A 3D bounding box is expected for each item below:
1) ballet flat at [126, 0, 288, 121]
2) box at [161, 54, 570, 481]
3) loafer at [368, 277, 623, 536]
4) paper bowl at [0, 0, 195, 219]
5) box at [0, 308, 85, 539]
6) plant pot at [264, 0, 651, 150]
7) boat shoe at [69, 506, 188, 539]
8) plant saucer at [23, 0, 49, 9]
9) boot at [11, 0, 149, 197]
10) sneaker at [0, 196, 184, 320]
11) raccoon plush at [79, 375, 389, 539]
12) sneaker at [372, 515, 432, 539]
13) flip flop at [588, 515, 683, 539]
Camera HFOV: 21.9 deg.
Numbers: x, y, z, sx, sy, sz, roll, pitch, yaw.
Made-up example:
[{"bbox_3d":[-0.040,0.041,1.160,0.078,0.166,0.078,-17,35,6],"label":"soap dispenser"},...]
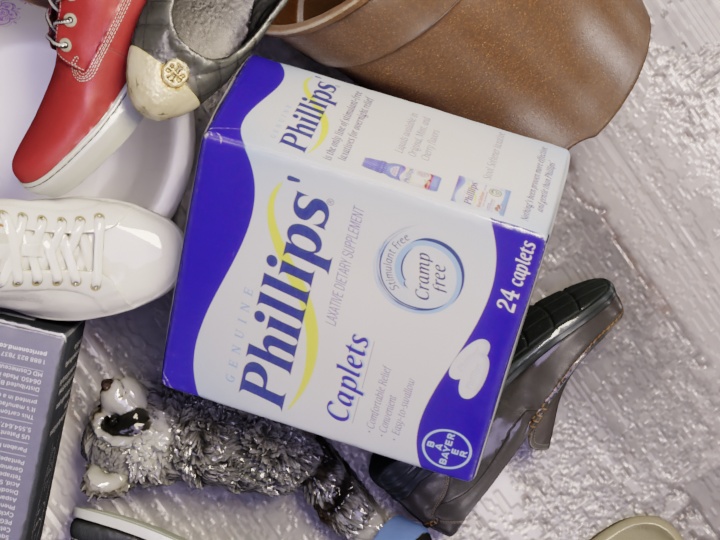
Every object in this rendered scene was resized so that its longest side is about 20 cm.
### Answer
[{"bbox_3d":[-0.060,-0.166,1.018,0.066,0.057,0.200,38,89,-21],"label":"ballet flat"},{"bbox_3d":[0.000,0.000,1.081,0.198,0.105,0.185,17,125,4],"label":"box"},{"bbox_3d":[0.099,0.087,1.209,0.200,0.073,0.072,-42,103,6],"label":"loafer"},{"bbox_3d":[-0.202,-0.085,1.154,0.199,0.104,0.203,0,92,-5],"label":"paper bowl"},{"bbox_3d":[-0.242,0.118,1.131,0.106,0.148,0.202,11,92,-5],"label":"box"},{"bbox_3d":[0.060,-0.171,1.118,0.198,0.200,0.201,37,88,-35],"label":"plant pot"},{"bbox_3d":[-0.099,0.209,1.186,0.199,0.076,0.061,24,83,-5],"label":"boat shoe"},{"bbox_3d":[-0.170,-0.239,1.132,0.199,0.032,0.201,11,54,-16],"label":"plant saucer"},{"bbox_3d":[-0.169,-0.152,1.037,0.144,0.072,0.201,32,91,-36],"label":"boot"},{"bbox_3d":[-0.197,-0.006,1.062,0.198,0.085,0.073,1,93,-7],"label":"sneaker"},{"bbox_3d":[-0.088,0.136,1.181,0.134,0.097,0.200,-37,95,4],"label":"raccoon plush"},{"bbox_3d":[0.034,0.261,1.190,0.077,0.070,0.202,12,99,30],"label":"sneaker"},{"bbox_3d":[0.135,0.237,1.216,0.200,0.058,0.081,-37,94,-4],"label":"flip flop"}]
